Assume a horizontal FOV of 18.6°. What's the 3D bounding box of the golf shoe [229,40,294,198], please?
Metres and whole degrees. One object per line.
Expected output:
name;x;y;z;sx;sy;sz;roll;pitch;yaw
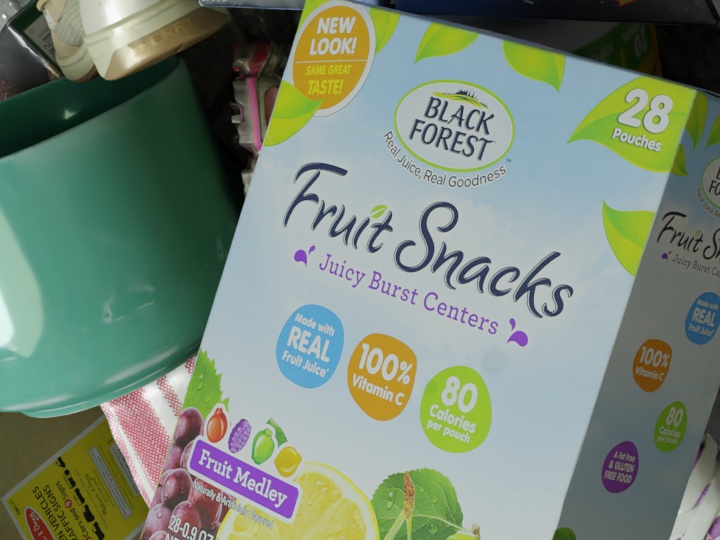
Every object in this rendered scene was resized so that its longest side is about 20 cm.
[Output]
golf shoe;0.000;0.000;0.917;0.091;0.073;0.202;-7;101;-2

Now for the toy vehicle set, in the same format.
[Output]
toy vehicle set;-0.133;0.109;1.017;0.026;0.124;0.201;-9;112;47

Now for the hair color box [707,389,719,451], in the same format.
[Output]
hair color box;0.229;0.031;0.836;0.109;0.065;0.200;42;138;-5

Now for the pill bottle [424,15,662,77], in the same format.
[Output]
pill bottle;0.070;-0.028;0.860;0.110;0.111;0.201;6;127;30

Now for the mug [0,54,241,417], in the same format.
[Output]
mug;-0.133;-0.009;0.929;0.184;0.152;0.115;1;116;55

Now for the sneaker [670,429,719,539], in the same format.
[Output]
sneaker;0.131;0.102;0.782;0.200;0.073;0.115;29;157;49

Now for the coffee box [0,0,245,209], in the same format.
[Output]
coffee box;-0.110;-0.025;1.033;0.200;0.044;0.123;46;135;-7

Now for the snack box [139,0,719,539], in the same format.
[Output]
snack box;0.028;0.026;0.702;0.168;0.067;0.202;19;92;43

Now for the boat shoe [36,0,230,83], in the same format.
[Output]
boat shoe;-0.098;-0.118;0.881;0.065;0.072;0.200;62;174;-11

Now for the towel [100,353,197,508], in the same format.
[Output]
towel;-0.002;0.077;1.002;0.199;0.030;0.147;-22;114;9

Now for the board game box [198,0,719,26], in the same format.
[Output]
board game box;0.041;-0.161;0.717;0.199;0.062;0.201;18;131;21
